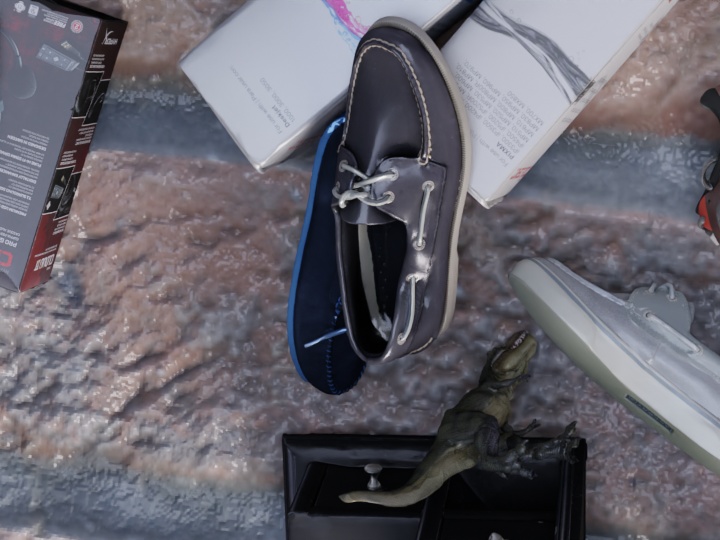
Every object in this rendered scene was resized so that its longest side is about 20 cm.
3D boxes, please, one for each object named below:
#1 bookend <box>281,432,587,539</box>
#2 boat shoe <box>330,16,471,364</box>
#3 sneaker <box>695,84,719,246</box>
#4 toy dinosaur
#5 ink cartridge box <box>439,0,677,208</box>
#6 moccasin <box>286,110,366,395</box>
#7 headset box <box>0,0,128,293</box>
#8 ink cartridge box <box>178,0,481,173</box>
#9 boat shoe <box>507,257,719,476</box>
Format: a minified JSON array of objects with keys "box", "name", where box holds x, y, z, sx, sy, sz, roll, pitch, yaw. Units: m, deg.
[{"box":[0.036,0.175,1.236,0.198,0.199,0.093,0,105,8],"name":"bookend"},{"box":[0.017,-0.040,1.156,0.072,0.063,0.202,14,120,30],"name":"boat shoe"},{"box":[0.250,-0.025,1.269,0.081,0.077,0.202,-4,95,35],"name":"sneaker"},{"box":[0.076,0.102,1.236,0.087,0.200,0.048,9,119,30],"name":"toy dinosaur"},{"box":[0.116,-0.142,1.223,0.083,0.147,0.200,42,99,3],"name":"ink cartridge box"},{"box":[0.000,0.000,1.254,0.068,0.080,0.201,24,132,22],"name":"moccasin"},{"box":[-0.252,-0.087,1.313,0.147,0.077,0.202,20,97,5],"name":"headset box"},{"box":[-0.001,-0.156,1.238,0.200,0.145,0.085,-40,90,10],"name":"ink cartridge box"},{"box":[0.183,0.048,1.282,0.200,0.070,0.072,40,80,3],"name":"boat shoe"}]
